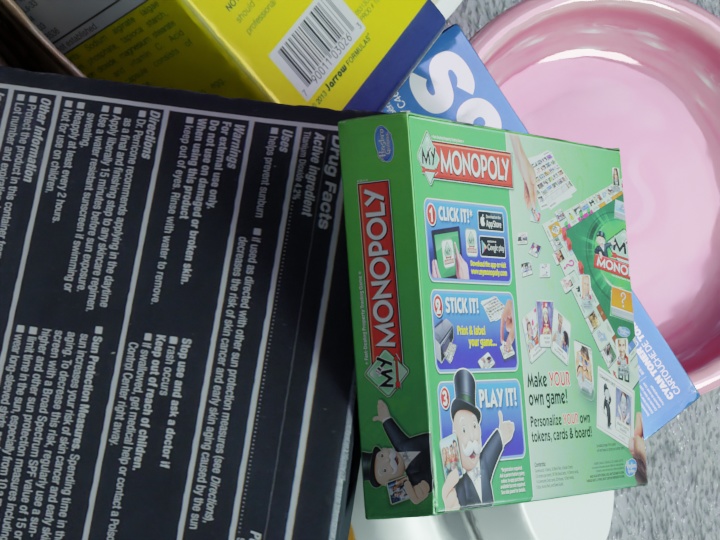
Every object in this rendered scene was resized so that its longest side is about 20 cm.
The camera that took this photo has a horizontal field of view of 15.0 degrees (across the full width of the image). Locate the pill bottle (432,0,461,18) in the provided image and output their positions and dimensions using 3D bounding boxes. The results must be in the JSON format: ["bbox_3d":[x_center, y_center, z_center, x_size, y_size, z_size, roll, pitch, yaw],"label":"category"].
[{"bbox_3d":[-0.037,-0.192,1.232,0.200,0.111,0.111,53,41,-36],"label":"pill bottle"}]

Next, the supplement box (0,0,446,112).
[{"bbox_3d":[-0.082,-0.125,1.090,0.200,0.109,0.110,49,47,-15],"label":"supplement box"}]

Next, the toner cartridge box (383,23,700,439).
[{"bbox_3d":[0.055,0.001,1.206,0.095,0.043,0.200,-35,94,-21],"label":"toner cartridge box"}]

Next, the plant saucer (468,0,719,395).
[{"bbox_3d":[0.115,-0.033,1.281,0.200,0.051,0.201,3,81,-18],"label":"plant saucer"}]

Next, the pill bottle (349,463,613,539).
[{"bbox_3d":[-0.002,0.092,1.124,0.111,0.200,0.111,21,64,-53],"label":"pill bottle"}]

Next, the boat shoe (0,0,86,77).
[{"bbox_3d":[-0.169,-0.105,1.030,0.200,0.064,0.071,43,48,-29],"label":"boat shoe"}]

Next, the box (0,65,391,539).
[{"bbox_3d":[-0.096,0.044,0.969,0.123,0.198,0.200,91,7,-63],"label":"box"}]

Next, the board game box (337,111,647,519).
[{"bbox_3d":[0.052,0.017,0.989,0.200,0.029,0.135,4,81,-64],"label":"board game box"}]
